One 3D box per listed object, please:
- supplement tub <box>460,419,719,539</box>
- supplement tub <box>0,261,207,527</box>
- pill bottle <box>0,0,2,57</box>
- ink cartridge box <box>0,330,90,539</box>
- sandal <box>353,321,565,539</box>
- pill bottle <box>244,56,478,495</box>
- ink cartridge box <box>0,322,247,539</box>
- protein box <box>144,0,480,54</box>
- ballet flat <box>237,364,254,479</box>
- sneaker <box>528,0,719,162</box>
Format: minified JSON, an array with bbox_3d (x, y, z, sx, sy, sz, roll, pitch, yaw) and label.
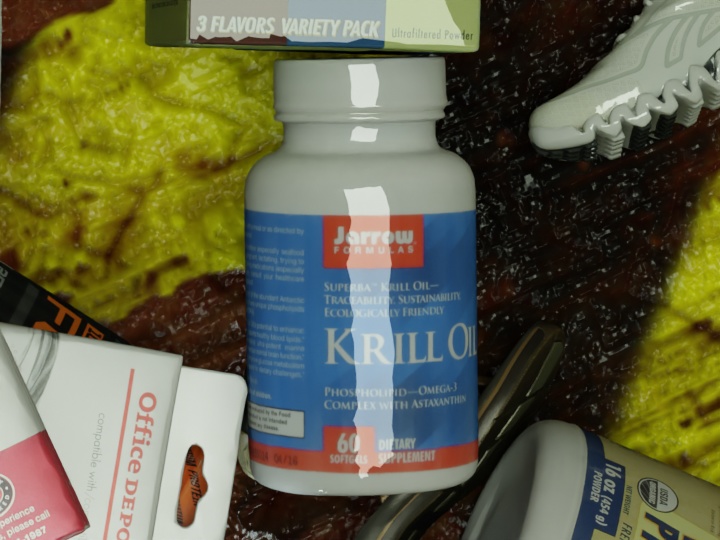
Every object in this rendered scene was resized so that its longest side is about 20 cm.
[{"bbox_3d":[0.152,0.174,1.405,0.199,0.144,0.145,22,91,-9],"label":"supplement tub"},{"bbox_3d":[-0.170,0.070,1.364,0.199,0.123,0.123,32,89,-9],"label":"supplement tub"},{"bbox_3d":[-0.270,-0.114,1.341,0.199,0.116,0.117,2,94,-7],"label":"pill bottle"},{"bbox_3d":[-0.222,0.049,1.179,0.144,0.084,0.201,-25,90,-13],"label":"ink cartridge box"},{"bbox_3d":[0.028,0.099,1.428,0.055,0.082,0.200,42,95,13],"label":"sandal"},{"bbox_3d":[0.000,0.000,1.333,0.112,0.112,0.201,-2,95,-8],"label":"pill bottle"},{"bbox_3d":[-0.149,0.084,1.270,0.199,0.067,0.117,10,84,-11],"label":"ink cartridge box"},{"bbox_3d":[-0.025,-0.204,1.326,0.134,0.199,0.201,1,94,-10],"label":"protein box"},{"bbox_3d":[-0.026,0.009,1.424,0.066,0.057,0.201,12,95,-51],"label":"ballet flat"},{"bbox_3d":[0.167,-0.120,1.430,0.199,0.075,0.081,-28,84,-7],"label":"sneaker"}]
